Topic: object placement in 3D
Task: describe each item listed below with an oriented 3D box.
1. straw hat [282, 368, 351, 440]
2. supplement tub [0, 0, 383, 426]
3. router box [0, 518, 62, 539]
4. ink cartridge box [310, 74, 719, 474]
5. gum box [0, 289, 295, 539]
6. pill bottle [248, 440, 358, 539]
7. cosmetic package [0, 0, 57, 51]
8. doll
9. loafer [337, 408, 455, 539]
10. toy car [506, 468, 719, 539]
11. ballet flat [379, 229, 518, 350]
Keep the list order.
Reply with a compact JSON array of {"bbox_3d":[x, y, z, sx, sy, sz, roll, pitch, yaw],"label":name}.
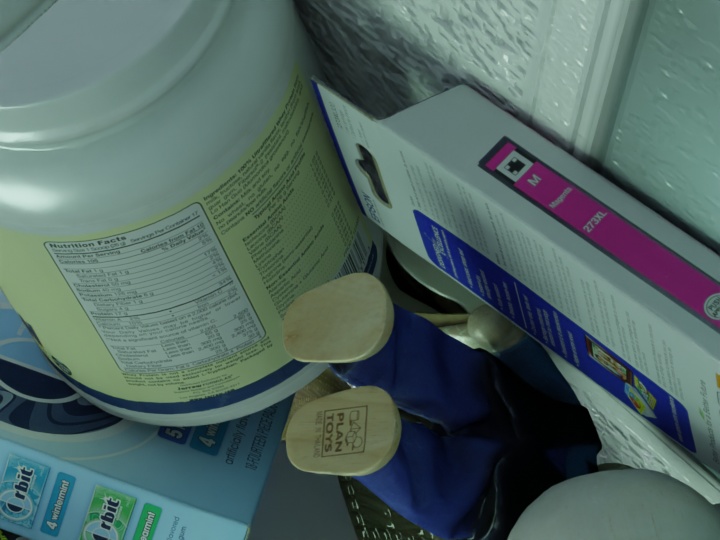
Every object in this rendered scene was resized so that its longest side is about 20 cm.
[{"bbox_3d":[0.015,0.117,1.210,0.201,0.085,0.201,36,134,50],"label":"straw hat"},{"bbox_3d":[-0.081,-0.049,0.931,0.145,0.145,0.200,35,162,33],"label":"supplement tub"},{"bbox_3d":[-0.150,0.095,1.041,0.200,0.150,0.062,46,128,39],"label":"router box"},{"bbox_3d":[0.071,-0.001,0.867,0.200,0.037,0.095,34,163,27],"label":"ink cartridge box"},{"bbox_3d":[-0.128,0.041,1.037,0.200,0.045,0.170,19,-152,-1],"label":"gum box"},{"bbox_3d":[-0.060,0.152,1.154,0.111,0.111,0.200,44,146,4],"label":"pill bottle"},{"bbox_3d":[-0.129,-0.189,0.644,0.165,0.165,0.200,30,158,47],"label":"cosmetic package"},{"bbox_3d":[0.047,0.071,0.912,0.048,0.137,0.200,-17,153,30],"label":"doll"},{"bbox_3d":[0.047,0.134,1.063,0.076,0.067,0.200,20,133,42],"label":"loafer"},{"bbox_3d":[0.144,0.154,0.861,0.150,0.175,0.200,-17,159,31],"label":"toy car"},{"bbox_3d":[0.000,0.000,1.044,0.200,0.067,0.062,28,129,38],"label":"ballet flat"}]
